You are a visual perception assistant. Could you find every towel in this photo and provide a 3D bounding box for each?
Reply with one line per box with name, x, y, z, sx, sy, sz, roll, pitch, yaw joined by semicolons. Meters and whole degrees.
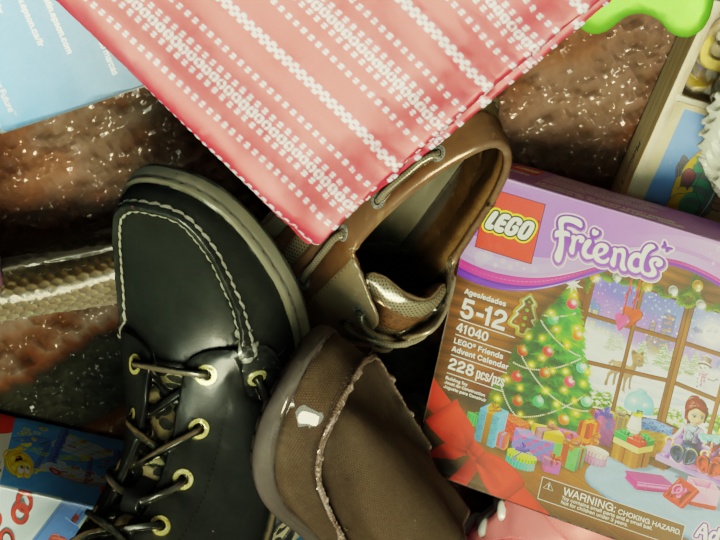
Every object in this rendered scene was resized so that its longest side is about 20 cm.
towel;0.010;-0.113;0.727;0.200;0.022;0.145;-39;113;15

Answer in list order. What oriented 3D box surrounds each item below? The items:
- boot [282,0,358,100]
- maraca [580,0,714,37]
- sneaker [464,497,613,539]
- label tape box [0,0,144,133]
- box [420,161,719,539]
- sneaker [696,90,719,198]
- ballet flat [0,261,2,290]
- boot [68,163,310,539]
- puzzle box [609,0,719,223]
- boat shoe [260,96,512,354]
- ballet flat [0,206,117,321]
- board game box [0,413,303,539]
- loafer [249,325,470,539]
boot;0.038;-0.145;0.753;0.144;0.071;0.202;-11;111;14
maraca;0.131;-0.173;0.792;0.137;0.107;0.200;41;118;-5
sneaker;0.090;0.110;0.979;0.200;0.074;0.087;-14;105;19
label tape box;-0.072;-0.155;0.824;0.200;0.063;0.144;-17;119;5
box;0.130;0.047;0.892;0.200;0.039;0.137;17;106;20
sneaker;0.213;-0.089;0.832;0.070;0.099;0.200;51;139;18
ballet flat;-0.196;-0.076;0.849;0.071;0.069;0.200;-38;94;18
boot;-0.082;0.077;0.849;0.073;0.154;0.204;11;133;26
puzzle box;0.172;-0.016;0.929;0.133;0.025;0.200;15;119;-10
boat shoe;0.000;0.000;0.896;0.076;0.072;0.200;2;129;-36
ballet flat;-0.146;0.010;0.922;0.200;0.067;0.046;-14;113;1
board game box;-0.114;0.178;1.023;0.195;0.056;0.200;13;119;-7
loafer;0.014;0.094;0.888;0.071;0.073;0.200;15;152;27
